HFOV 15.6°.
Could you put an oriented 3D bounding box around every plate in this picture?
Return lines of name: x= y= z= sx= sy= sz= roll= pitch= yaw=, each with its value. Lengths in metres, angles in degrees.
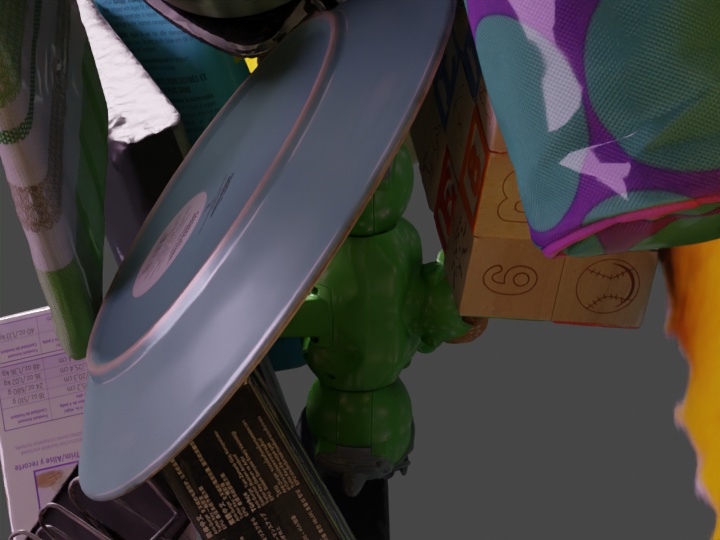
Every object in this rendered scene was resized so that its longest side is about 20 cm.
plate: x=-0.039 y=-0.019 z=0.822 sx=0.200 sy=0.026 sz=0.200 roll=-51 pitch=16 yaw=20

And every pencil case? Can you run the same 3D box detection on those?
pencil case: x=0.056 y=-0.104 z=0.625 sx=0.092 sy=0.085 sz=0.201 roll=-4 pitch=-102 yaw=-70

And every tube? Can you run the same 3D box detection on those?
tube: x=-0.061 y=-0.054 z=1.106 sx=0.077 sy=0.050 sz=0.201 roll=-2 pitch=120 yaw=41

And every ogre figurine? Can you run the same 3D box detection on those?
ogre figurine: x=0.000 y=0.000 z=0.993 sx=0.120 sy=0.097 sz=0.201 roll=-83 pitch=12 yaw=-68

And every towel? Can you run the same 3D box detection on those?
towel: x=-0.121 y=-0.089 z=0.871 sx=0.150 sy=0.030 sz=0.201 roll=-94 pitch=-8 yaw=-53

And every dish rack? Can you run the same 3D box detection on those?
dish rack: x=-0.139 y=0.150 z=0.948 sx=0.154 sy=0.054 sz=0.200 roll=-55 pitch=-6 yaw=30

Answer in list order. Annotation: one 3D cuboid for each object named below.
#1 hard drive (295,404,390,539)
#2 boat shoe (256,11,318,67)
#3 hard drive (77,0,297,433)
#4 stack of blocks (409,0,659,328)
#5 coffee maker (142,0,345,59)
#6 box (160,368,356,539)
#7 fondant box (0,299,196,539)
hard drive: x=-0.016 y=0.164 z=1.152 sx=0.135 sy=0.042 sz=0.201 roll=115 pitch=157 yaw=-62
boat shoe: x=-0.003 y=-0.086 z=1.105 sx=0.065 sy=0.073 sz=0.200 roll=-54 pitch=-1 yaw=-31
hard drive: x=-0.078 y=-0.001 z=1.096 sx=0.140 sy=0.033 sz=0.201 roll=51 pitch=163 yaw=56
stack of blocks: x=0.065 y=-0.099 z=0.776 sx=0.115 sy=0.058 sz=0.201 roll=-101 pitch=18 yaw=-55
coffee maker: x=-0.035 y=-0.191 z=0.901 sx=0.200 sy=0.134 sz=0.193 roll=60 pitch=-129 yaw=-77
box: x=-0.021 y=0.107 z=0.932 sx=0.201 sy=0.047 sz=0.193 roll=61 pitch=179 yaw=-15
fondant box: x=-0.107 y=0.127 z=1.140 sx=0.144 sy=0.058 sz=0.201 roll=63 pitch=-166 yaw=-73
